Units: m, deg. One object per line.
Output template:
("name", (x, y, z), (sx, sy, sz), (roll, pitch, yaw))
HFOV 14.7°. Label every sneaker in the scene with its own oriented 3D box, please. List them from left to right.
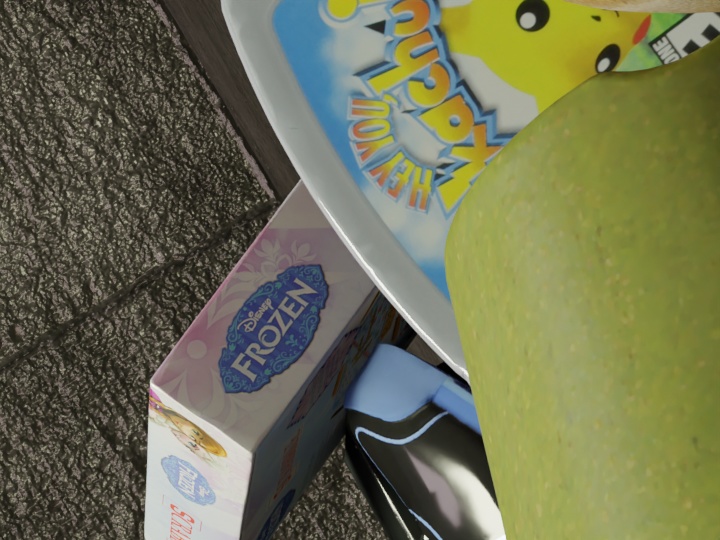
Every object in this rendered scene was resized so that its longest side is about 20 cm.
("sneaker", (0.054, 0.101, 0.798), (0.200, 0.078, 0.070), (39, 178, 32))

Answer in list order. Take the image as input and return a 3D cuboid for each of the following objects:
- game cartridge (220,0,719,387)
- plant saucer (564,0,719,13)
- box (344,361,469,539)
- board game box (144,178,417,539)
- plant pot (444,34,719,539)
("game cartridge", (0.045, -0.053, 0.676), (0.200, 0.133, 0.040), (57, -166, 20))
("plant saucer", (0.014, -0.113, 0.524), (0.200, 0.035, 0.200), (40, 167, 11))
("box", (0.104, 0.111, 1.013), (0.200, 0.148, 0.124), (59, 175, 8))
("board game box", (0.000, 0.000, 0.940), (0.041, 0.200, 0.200), (34, 161, 7))
("plant pot", (0.105, 0.053, 0.527), (0.200, 0.200, 0.185), (68, -179, -64))
